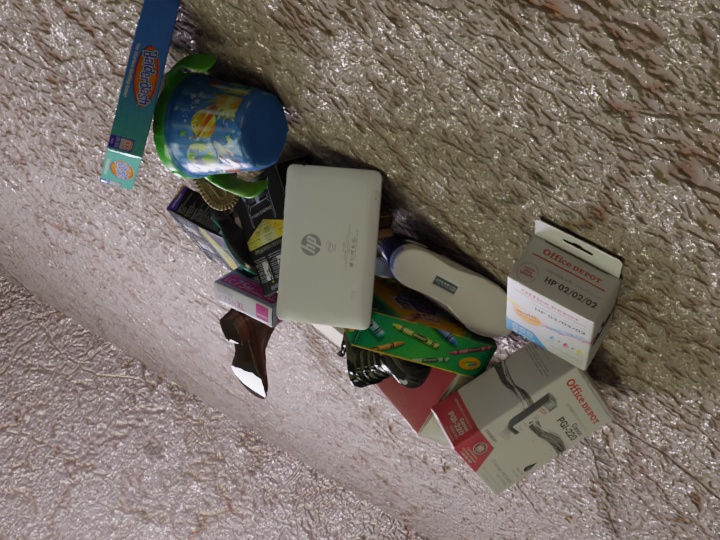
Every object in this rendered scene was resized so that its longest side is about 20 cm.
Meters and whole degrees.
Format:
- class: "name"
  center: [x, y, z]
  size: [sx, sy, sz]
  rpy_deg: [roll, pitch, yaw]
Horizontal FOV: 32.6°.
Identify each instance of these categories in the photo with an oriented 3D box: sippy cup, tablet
- class: "sippy cup"
  center: [-0.167, -0.178, 1.536]
  size: [0.130, 0.140, 0.178]
  rpy_deg: [7, 169, 35]
- class: "tablet"
  center: [-0.041, -0.031, 1.554]
  size: [0.130, 0.201, 0.014]
  rpy_deg: [6, -176, 20]

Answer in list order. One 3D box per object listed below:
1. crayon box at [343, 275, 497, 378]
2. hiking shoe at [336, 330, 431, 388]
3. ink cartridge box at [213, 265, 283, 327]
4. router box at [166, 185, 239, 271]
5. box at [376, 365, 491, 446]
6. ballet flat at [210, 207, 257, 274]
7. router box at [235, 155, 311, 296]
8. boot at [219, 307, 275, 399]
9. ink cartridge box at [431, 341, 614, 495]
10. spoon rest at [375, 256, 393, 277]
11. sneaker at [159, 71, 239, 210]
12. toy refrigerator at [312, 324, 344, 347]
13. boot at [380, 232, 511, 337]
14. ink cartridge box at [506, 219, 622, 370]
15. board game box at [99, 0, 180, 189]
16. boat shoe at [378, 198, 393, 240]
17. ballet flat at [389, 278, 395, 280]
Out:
- class: "crayon box"
  center: [0.070, 0.070, 1.644]
  size: [0.200, 0.058, 0.119]
  rpy_deg: [16, -158, -24]
- class: "hiking shoe"
  center: [0.031, 0.127, 1.705]
  size: [0.076, 0.101, 0.200]
  rpy_deg: [14, -164, -28]
- class: "ink cartridge box"
  center: [-0.111, 0.009, 1.856]
  size: [0.119, 0.200, 0.042]
  rpy_deg: [23, 126, 31]
- class: "router box"
  center: [-0.214, -0.048, 2.041]
  size: [0.157, 0.052, 0.200]
  rpy_deg: [26, 165, 24]
- class: "box"
  center: [0.103, 0.150, 1.759]
  size: [0.128, 0.109, 0.200]
  rpy_deg: [22, -164, -39]
- class: "ballet flat"
  center: [-0.177, -0.067, 1.849]
  size: [0.073, 0.073, 0.200]
  rpy_deg: [47, -177, -34]
- class: "router box"
  center: [-0.102, -0.057, 1.683]
  size: [0.200, 0.052, 0.158]
  rpy_deg: [-18, 90, 66]
- class: "boot"
  center: [-0.127, 0.084, 1.982]
  size: [0.064, 0.200, 0.187]
  rpy_deg: [19, 138, 32]
- class: "ink cartridge box"
  center: [0.219, 0.190, 1.647]
  size: [0.146, 0.200, 0.085]
  rpy_deg: [50, -173, -42]
- class: "spoon rest"
  center: [0.000, 0.000, 1.743]
  size: [0.061, 0.100, 0.200]
  rpy_deg: [3, 173, -38]
- class: "sneaker"
  center: [-0.223, -0.187, 1.688]
  size: [0.113, 0.071, 0.200]
  rpy_deg: [-109, -2, -69]
- class: "toy refrigerator"
  center: [-0.019, 0.080, 1.981]
  size: [0.200, 0.076, 0.070]
  rpy_deg: [41, 160, -34]
- class: "boot"
  center: [0.118, 0.014, 1.634]
  size: [0.200, 0.073, 0.090]
  rpy_deg: [34, -170, -21]
- class: "ink cartridge box"
  center: [0.235, 0.031, 1.440]
  size: [0.115, 0.068, 0.200]
  rpy_deg: [28, 161, 18]
- class: "board game box"
  center: [-0.269, -0.213, 1.491]
  size: [0.045, 0.200, 0.152]
  rpy_deg: [14, 167, -12]
- class: "boat shoe"
  center: [-0.009, -0.065, 1.649]
  size: [0.200, 0.070, 0.070]
  rpy_deg: [-19, 87, 66]
- class: "ballet flat"
  center: [0.042, 0.053, 1.845]
  size: [0.200, 0.065, 0.070]
  rpy_deg: [44, 163, -24]
